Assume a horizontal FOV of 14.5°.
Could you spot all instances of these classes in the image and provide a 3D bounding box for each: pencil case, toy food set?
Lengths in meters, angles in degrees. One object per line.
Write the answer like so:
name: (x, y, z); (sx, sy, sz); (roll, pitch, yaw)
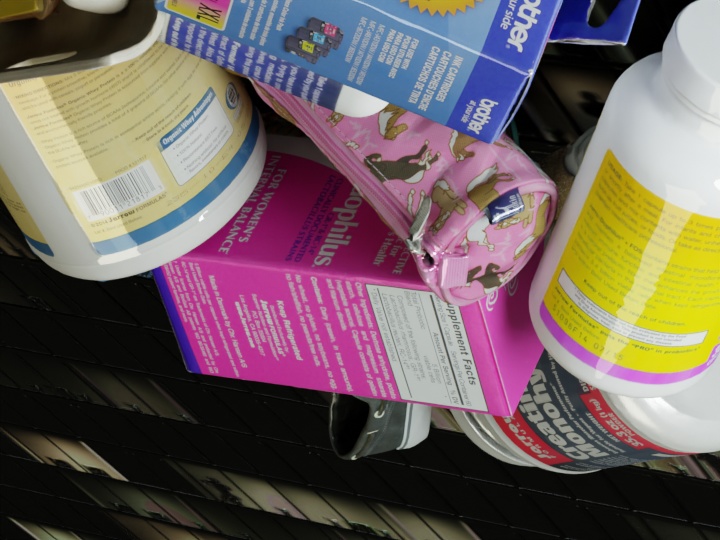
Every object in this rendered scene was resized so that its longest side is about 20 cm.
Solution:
pencil case: (0.012, -0.075, 1.433); (0.200, 0.083, 0.087); (48, -175, 24)
toy food set: (-0.158, -0.186, 1.299); (0.060, 0.201, 0.143); (-2, 179, -40)

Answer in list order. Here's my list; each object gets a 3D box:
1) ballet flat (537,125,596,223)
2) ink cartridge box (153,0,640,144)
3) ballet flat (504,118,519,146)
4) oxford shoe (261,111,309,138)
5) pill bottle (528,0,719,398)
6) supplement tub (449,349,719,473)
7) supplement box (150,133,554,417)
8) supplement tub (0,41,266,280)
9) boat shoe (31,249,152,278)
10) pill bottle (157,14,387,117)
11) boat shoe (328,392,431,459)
ballet flat: (0.167, -0.056, 1.494); (0.199, 0.071, 0.065); (6, 129, 31)
ink cartridge box: (0.027, -0.149, 1.256); (0.199, 0.137, 0.076); (23, 155, -4)
ballet flat: (0.046, -0.044, 1.608); (0.069, 0.070, 0.200); (20, 157, 5)
oxford shoe: (-0.044, -0.063, 1.644); (0.200, 0.074, 0.071); (-26, 168, 34)
pill bottle: (0.157, -0.037, 1.392); (0.104, 0.104, 0.200); (21, 134, 1)
supplement tub: (0.146, 0.044, 1.635); (0.140, 0.141, 0.200); (29, 159, -21)
supplement box: (0.000, 0.000, 1.531); (0.199, 0.101, 0.104); (7, 137, 24)
supplement tub: (-0.148, -0.111, 1.477); (0.144, 0.145, 0.200); (5, 136, 38)
boat shoe: (-0.199, -0.041, 1.876); (0.084, 0.069, 0.200); (6, 155, 37)
pill bottle: (-0.017, -0.142, 1.350); (0.199, 0.120, 0.120); (22, 160, 0)
boat shoe: (0.009, 0.055, 1.708); (0.069, 0.056, 0.200); (59, 164, 31)
